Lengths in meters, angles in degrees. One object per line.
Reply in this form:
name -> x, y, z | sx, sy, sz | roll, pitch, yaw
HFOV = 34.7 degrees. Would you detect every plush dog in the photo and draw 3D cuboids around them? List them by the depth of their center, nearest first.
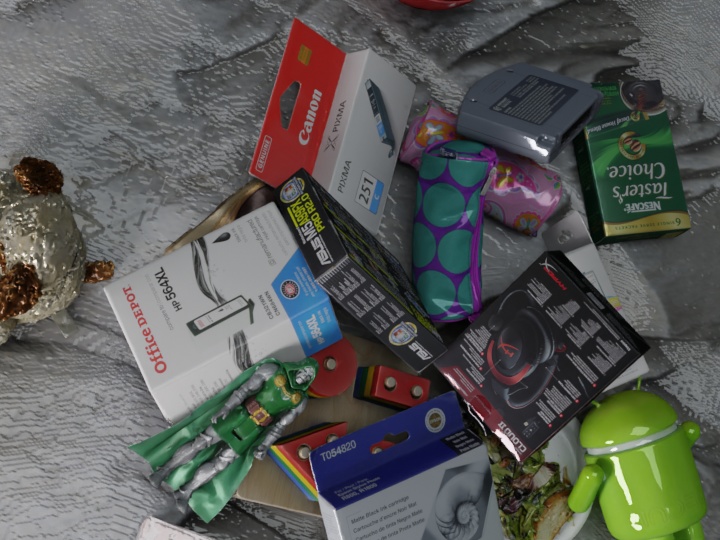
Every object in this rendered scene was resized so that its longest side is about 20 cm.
plush dog -> -0.335, -0.018, 1.190 | 0.160, 0.172, 0.201 | 6, 75, -12

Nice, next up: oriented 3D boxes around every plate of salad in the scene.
plate of salad -> 0.181, 0.229, 1.317 | 0.199, 0.048, 0.201 | 3, 77, -12

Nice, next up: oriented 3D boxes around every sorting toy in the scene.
sorting toy -> -0.021, 0.164, 1.240 | 0.198, 0.069, 0.201 | 20, 73, -29

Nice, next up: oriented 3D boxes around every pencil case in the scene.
pencil case -> 0.106, -0.044, 1.307 | 0.085, 0.092, 0.201 | -16, 114, -52
pencil case -> 0.145, -0.120, 1.375 | 0.199, 0.087, 0.088 | 28, 73, -6

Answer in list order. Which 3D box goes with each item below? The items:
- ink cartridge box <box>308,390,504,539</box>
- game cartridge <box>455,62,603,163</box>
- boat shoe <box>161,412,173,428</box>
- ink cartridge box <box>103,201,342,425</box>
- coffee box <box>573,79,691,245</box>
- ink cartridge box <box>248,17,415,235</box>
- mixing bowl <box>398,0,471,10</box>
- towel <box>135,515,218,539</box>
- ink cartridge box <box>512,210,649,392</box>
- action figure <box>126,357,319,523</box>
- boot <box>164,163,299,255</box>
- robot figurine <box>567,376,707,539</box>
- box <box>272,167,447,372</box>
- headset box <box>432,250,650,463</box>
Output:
ink cartridge box -> 0.055, 0.252, 1.212 | 0.199, 0.041, 0.201 | -19, 101, -29
game cartridge -> 0.195, -0.189, 1.354 | 0.133, 0.042, 0.200 | 18, 33, 22
boat shoe -> -0.127, 0.185, 1.249 | 0.200, 0.063, 0.073 | 33, 62, -23
ink cartridge box -> -0.141, 0.044, 1.182 | 0.199, 0.084, 0.146 | -28, 58, -8
coffee box -> 0.334, -0.136, 1.439 | 0.122, 0.044, 0.201 | -4, 78, -14
ink cartridge box -> -0.027, -0.164, 1.318 | 0.176, 0.045, 0.201 | 29, 68, -42
mixing bowl -> 0.086, -0.396, 1.410 | 0.199, 0.108, 0.201 | 3, 76, -12
towel -> -0.175, 0.383, 1.207 | 0.190, 0.032, 0.201 | 23, 73, -6
ink cartridge box -> 0.245, 0.044, 1.338 | 0.067, 0.117, 0.201 | -20, 82, -17
action figure -> -0.119, 0.154, 1.146 | 0.200, 0.055, 0.118 | -42, 112, 3
boot -> -0.105, -0.011, 1.308 | 0.200, 0.072, 0.167 | -41, 98, -18
robot figurine -> 0.320, 0.227, 1.307 | 0.175, 0.116, 0.201 | -18, 88, -27
box -> 0.000, 0.000, 1.229 | 0.044, 0.200, 0.160 | -38, 43, 11
headset box -> 0.188, 0.099, 1.255 | 0.200, 0.075, 0.149 | -47, 75, 18
